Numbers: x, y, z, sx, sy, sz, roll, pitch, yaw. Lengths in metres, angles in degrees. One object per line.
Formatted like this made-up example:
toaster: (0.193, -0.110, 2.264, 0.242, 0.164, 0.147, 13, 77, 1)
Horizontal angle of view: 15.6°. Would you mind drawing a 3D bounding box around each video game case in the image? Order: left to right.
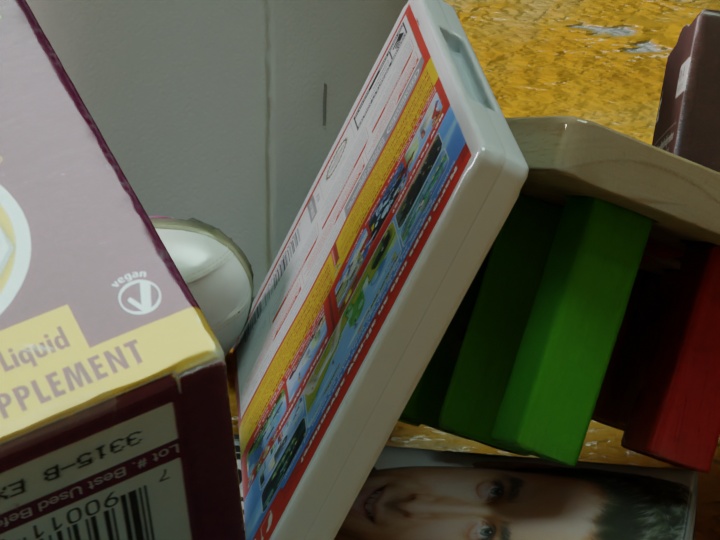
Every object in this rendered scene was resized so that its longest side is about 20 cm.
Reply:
video game case: (0.000, 0.000, 0.808, 0.017, 0.144, 0.200, 25, 15, -11)

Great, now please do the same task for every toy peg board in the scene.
toy peg board: (0.101, 0.028, 0.884, 0.198, 0.098, 0.200, 20, -4, -20)

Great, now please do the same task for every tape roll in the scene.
tape roll: (-0.075, -0.047, 1.022, 0.201, 0.140, 0.203, 0, -7, 0)

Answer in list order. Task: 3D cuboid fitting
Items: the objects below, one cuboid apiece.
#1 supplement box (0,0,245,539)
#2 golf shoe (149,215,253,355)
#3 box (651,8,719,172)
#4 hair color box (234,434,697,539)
supplement box: (-0.129, 0.005, 0.745, 0.130, 0.104, 0.200, -23, 54, -14)
golf shoe: (-0.123, 0.051, 0.885, 0.199, 0.073, 0.092, -27, 21, 8)
box: (0.205, -0.035, 0.937, 0.198, 0.076, 0.100, 12, -3, 2)
hair color box: (0.002, 0.098, 0.820, 0.198, 0.061, 0.099, 4, 19, 9)
